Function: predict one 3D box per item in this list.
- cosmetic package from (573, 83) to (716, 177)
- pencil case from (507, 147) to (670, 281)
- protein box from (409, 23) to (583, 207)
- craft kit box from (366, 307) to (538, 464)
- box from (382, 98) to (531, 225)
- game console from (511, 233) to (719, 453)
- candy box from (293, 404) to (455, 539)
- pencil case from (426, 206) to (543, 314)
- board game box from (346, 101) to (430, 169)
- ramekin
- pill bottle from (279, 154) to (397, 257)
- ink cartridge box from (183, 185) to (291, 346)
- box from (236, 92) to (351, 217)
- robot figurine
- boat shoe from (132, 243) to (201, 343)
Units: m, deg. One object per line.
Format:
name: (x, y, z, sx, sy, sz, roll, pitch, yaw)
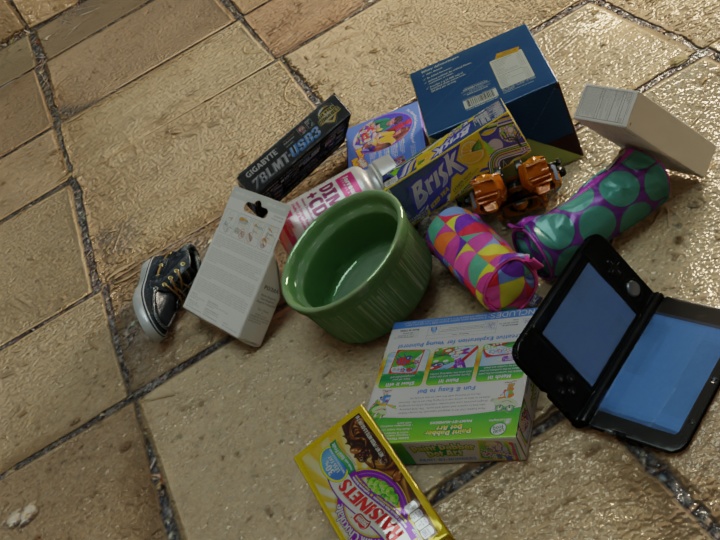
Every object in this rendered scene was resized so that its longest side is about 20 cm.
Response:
cosmetic package: (0.361, -0.175, 1.297, 0.082, 0.199, 0.051, 24, 93, 47)
pencil case: (0.289, -0.074, 1.302, 0.199, 0.093, 0.085, -35, 17, -8)
protein box: (0.197, -0.233, 1.532, 0.197, 0.135, 0.201, -22, 35, 9)
craft kit box: (0.111, 0.135, 1.208, 0.199, 0.049, 0.198, -7, 37, 28)
box: (0.129, -0.146, 1.413, 0.199, 0.070, 0.064, -32, 21, 13)
game console: (0.292, 0.070, 1.108, 0.200, 0.176, 0.116, -50, 12, -29)
candy box: (0.010, 0.245, 1.113, 0.102, 0.026, 0.200, -39, 46, 1)
pencil case: (0.157, -0.015, 1.320, 0.088, 0.089, 0.200, -32, 31, -6)
board game box: (0.047, -0.183, 1.651, 0.134, 0.045, 0.201, -20, 36, 13)
ramekin: (0.000, 0.000, 1.376, 0.199, 0.098, 0.201, -28, 38, 24)
pill bottle: (-0.024, -0.081, 1.511, 0.199, 0.114, 0.114, -30, 35, -2)
ink cartridge box: (-0.167, -0.008, 1.498, 0.162, 0.057, 0.201, 22, 85, 49)
box: (-0.104, -0.176, 1.629, 0.200, 0.050, 0.199, -42, -1, -6)
robot figurine: (0.204, -0.105, 1.361, 0.144, 0.059, 0.200, -18, -6, 11)
boat shoe: (-0.294, 0.027, 1.596, 0.090, 0.071, 0.201, -27, 32, 9)
